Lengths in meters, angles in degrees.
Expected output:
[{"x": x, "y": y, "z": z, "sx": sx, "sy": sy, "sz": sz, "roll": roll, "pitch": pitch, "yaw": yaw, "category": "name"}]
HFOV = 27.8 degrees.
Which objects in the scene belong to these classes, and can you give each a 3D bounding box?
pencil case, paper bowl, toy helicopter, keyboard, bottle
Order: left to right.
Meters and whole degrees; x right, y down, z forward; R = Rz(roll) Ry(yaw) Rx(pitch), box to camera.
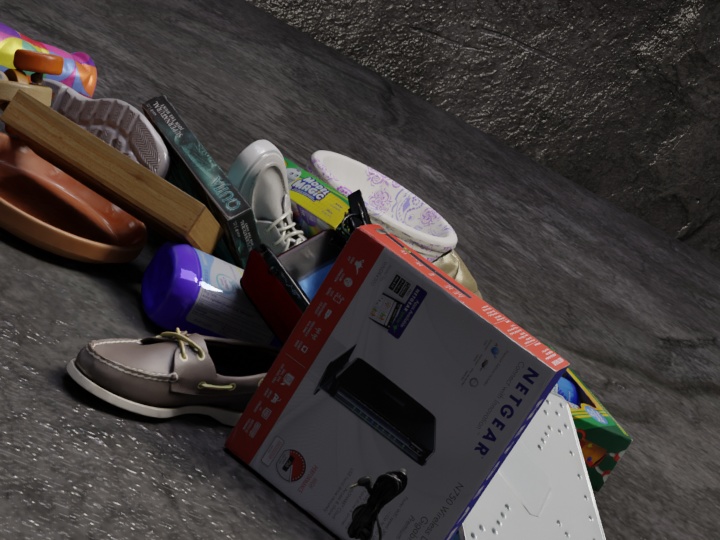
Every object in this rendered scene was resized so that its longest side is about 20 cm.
[{"x": -0.384, "y": -0.177, "z": 1.357, "sx": 0.198, "sy": 0.080, "sz": 0.132, "roll": 13, "pitch": 9, "yaw": 21, "category": "toy helicopter"}, {"x": -0.376, "y": -0.221, "z": 1.534, "sx": 0.199, "sy": 0.089, "sz": 0.088, "roll": 20, "pitch": 18, "yaw": -44, "category": "pencil case"}, {"x": -0.094, "y": 0.042, "z": 1.276, "sx": 0.199, "sy": 0.065, "sz": 0.084, "roll": 25, "pitch": 22, "yaw": -28, "category": "bottle"}, {"x": 0.000, "y": 0.000, "z": 1.245, "sx": 0.201, "sy": 0.039, "sz": 0.105, "roll": -104, "pitch": 175, "yaw": -58, "category": "keyboard"}, {"x": 0.006, "y": -0.046, "z": 1.702, "sx": 0.200, "sy": 0.105, "sz": 0.201, "roll": 30, "pitch": 14, "yaw": -9, "category": "paper bowl"}]

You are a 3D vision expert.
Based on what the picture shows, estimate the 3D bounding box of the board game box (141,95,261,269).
[{"x": -0.147, "y": -0.065, "z": 1.408, "sx": 0.200, "sy": 0.028, "sz": 0.136, "roll": 50, "pitch": -18, "yaw": 40, "category": "board game box"}]

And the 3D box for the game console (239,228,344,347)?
[{"x": 0.002, "y": 0.051, "z": 1.207, "sx": 0.201, "sy": 0.118, "sz": 0.172, "roll": 53, "pitch": -15, "yaw": 6, "category": "game console"}]

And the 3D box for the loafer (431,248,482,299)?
[{"x": 0.017, "y": 0.026, "z": 1.394, "sx": 0.198, "sy": 0.068, "sz": 0.076, "roll": -11, "pitch": -3, "yaw": -17, "category": "loafer"}]

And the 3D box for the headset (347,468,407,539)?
[{"x": 0.003, "y": 0.207, "z": 0.874, "sx": 0.123, "sy": 0.094, "sz": 0.200, "roll": 29, "pitch": 26, "yaw": -13, "category": "headset"}]

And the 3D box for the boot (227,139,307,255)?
[{"x": -0.075, "y": -0.043, "z": 1.437, "sx": 0.095, "sy": 0.073, "sz": 0.200, "roll": 41, "pitch": -20, "yaw": 21, "category": "boot"}]

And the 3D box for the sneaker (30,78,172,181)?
[{"x": -0.244, "y": -0.127, "z": 1.451, "sx": 0.199, "sy": 0.078, "sz": 0.112, "roll": 32, "pitch": 0, "yaw": 29, "category": "sneaker"}]

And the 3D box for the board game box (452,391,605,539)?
[{"x": 0.126, "y": 0.174, "z": 1.191, "sx": 0.199, "sy": 0.026, "sz": 0.201, "roll": 23, "pitch": 44, "yaw": -42, "category": "board game box"}]

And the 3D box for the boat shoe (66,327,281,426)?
[{"x": -0.133, "y": 0.074, "z": 1.101, "sx": 0.199, "sy": 0.060, "sz": 0.072, "roll": 16, "pitch": 21, "yaw": -47, "category": "boat shoe"}]

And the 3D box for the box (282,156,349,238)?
[{"x": -0.044, "y": -0.038, "z": 1.509, "sx": 0.200, "sy": 0.048, "sz": 0.118, "roll": 37, "pitch": -31, "yaw": 43, "category": "box"}]

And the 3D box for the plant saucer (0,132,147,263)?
[{"x": -0.285, "y": -0.063, "z": 1.299, "sx": 0.199, "sy": 0.032, "sz": 0.200, "roll": 29, "pitch": 14, "yaw": -8, "category": "plant saucer"}]

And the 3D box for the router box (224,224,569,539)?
[{"x": 0.024, "y": 0.098, "z": 1.065, "sx": 0.179, "sy": 0.201, "sz": 0.049, "roll": 35, "pitch": 14, "yaw": 15, "category": "router box"}]

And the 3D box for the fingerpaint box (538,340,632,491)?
[{"x": 0.165, "y": 0.126, "z": 1.525, "sx": 0.166, "sy": 0.074, "sz": 0.200, "roll": 24, "pitch": 16, "yaw": -29, "category": "fingerpaint box"}]

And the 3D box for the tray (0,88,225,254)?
[{"x": -0.219, "y": -0.082, "z": 1.291, "sx": 0.199, "sy": 0.037, "sz": 0.099, "roll": 31, "pitch": -7, "yaw": 11, "category": "tray"}]
